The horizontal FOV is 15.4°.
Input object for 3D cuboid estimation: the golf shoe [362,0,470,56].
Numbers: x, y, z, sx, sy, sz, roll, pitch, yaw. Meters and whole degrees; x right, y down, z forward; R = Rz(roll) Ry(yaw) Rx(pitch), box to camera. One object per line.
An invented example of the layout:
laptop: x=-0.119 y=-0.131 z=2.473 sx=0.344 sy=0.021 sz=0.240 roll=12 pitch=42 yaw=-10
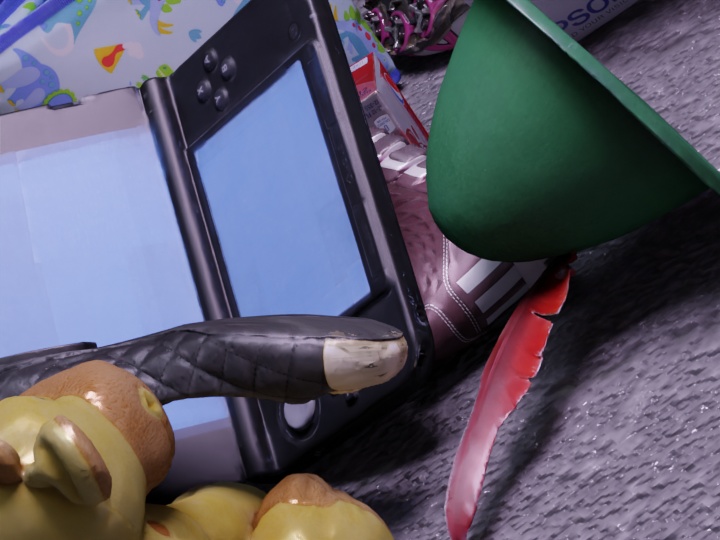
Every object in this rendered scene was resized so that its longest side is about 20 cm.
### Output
golf shoe: x=0.073 y=-0.163 z=1.481 sx=0.092 sy=0.073 sz=0.200 roll=-1 pitch=-9 yaw=-31

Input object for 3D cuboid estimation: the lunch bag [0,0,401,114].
lunch bag: x=-0.109 y=-0.112 z=1.476 sx=0.200 sy=0.170 sz=0.127 roll=-45 pitch=23 yaw=-19

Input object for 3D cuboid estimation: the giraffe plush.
giraffe plush: x=-0.102 y=0.109 z=1.009 sx=0.172 sy=0.162 sz=0.200 roll=-27 pitch=22 yaw=18

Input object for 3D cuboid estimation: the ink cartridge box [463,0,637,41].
ink cartridge box: x=0.115 y=-0.206 z=1.306 sx=0.199 sy=0.200 sz=0.041 roll=-34 pitch=53 yaw=17

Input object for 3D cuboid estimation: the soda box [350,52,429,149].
soda box: x=-0.058 y=-0.026 z=1.356 sx=0.200 sy=0.070 sz=0.063 roll=-30 pitch=21 yaw=11

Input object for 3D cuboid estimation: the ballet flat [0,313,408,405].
ballet flat: x=-0.069 y=0.051 z=1.088 sx=0.199 sy=0.057 sz=0.066 roll=-10 pitch=-3 yaw=26

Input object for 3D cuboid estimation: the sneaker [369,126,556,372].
sneaker: x=0.000 y=0.000 z=1.216 sx=0.116 sy=0.076 sz=0.200 roll=-44 pitch=23 yaw=-14

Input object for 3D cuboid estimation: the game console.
game console: x=-0.082 y=-0.009 z=1.147 sx=0.116 sy=0.201 sz=0.176 roll=1 pitch=-27 yaw=-40

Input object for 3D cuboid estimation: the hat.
hat: x=0.045 y=-0.016 z=1.105 sx=0.176 sy=0.166 sz=0.200 roll=-49 pitch=-1 yaw=7
